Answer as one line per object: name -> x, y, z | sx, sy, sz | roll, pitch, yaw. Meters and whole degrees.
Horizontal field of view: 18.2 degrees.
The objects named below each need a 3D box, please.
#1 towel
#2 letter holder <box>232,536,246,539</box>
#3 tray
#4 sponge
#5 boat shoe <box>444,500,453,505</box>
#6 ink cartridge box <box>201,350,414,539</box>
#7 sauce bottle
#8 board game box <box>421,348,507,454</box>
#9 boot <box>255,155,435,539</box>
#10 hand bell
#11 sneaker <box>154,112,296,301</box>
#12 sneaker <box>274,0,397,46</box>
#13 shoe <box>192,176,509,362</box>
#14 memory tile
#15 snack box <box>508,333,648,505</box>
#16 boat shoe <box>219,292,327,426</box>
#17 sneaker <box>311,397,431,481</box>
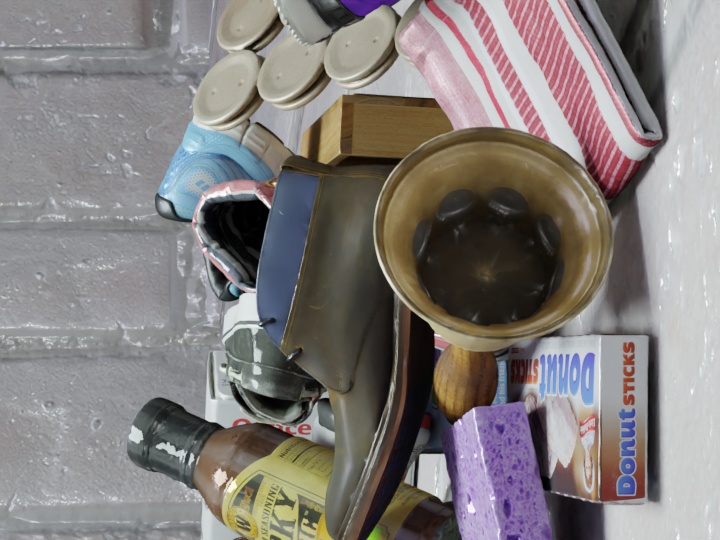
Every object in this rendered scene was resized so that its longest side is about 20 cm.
towel -> 0.073, -0.085, 1.032 | 0.144, 0.023, 0.200 | 63, 165, 10
letter holder -> -0.017, 0.244, 1.445 | 0.200, 0.141, 0.101 | -126, 37, -76
tray -> 0.024, -0.072, 1.299 | 0.200, 0.098, 0.037 | 168, 104, -82
sponge -> 0.076, 0.168, 1.075 | 0.112, 0.030, 0.201 | 125, 136, -78
boat shoe -> 0.044, 0.192, 1.301 | 0.201, 0.060, 0.072 | -109, 19, -67
ink cartridge box -> -0.040, 0.161, 1.601 | 0.083, 0.146, 0.201 | -103, 16, -66
sauce bottle -> -0.037, 0.123, 1.218 | 0.065, 0.199, 0.065 | -39, -41, -44
board game box -> 0.051, 0.031, 1.337 | 0.200, 0.036, 0.152 | 143, 126, -79
boot -> -0.011, 0.038, 1.133 | 0.075, 0.097, 0.201 | -30, -44, -73
hand bell -> 0.053, 0.027, 1.054 | 0.200, 0.104, 0.105 | 96, 171, -64
sneaker -> -0.054, -0.014, 1.342 | 0.090, 0.200, 0.078 | -52, 37, -7
sneaker -> 0.016, -0.168, 1.118 | 0.070, 0.099, 0.200 | 60, -164, -13
shoe -> 0.000, 0.000, 1.191 | 0.200, 0.091, 0.072 | 29, 117, 41
memory tile -> -0.003, -0.156, 1.230 | 0.199, 0.017, 0.154 | -13, 51, 40
snack box -> 0.098, 0.066, 1.037 | 0.200, 0.024, 0.072 | 161, 110, -82
boat shoe -> -0.052, 0.056, 1.312 | 0.200, 0.070, 0.064 | 92, -171, -82
sneaker -> -0.001, 0.132, 1.307 | 0.201, 0.067, 0.108 | 118, 160, -84
